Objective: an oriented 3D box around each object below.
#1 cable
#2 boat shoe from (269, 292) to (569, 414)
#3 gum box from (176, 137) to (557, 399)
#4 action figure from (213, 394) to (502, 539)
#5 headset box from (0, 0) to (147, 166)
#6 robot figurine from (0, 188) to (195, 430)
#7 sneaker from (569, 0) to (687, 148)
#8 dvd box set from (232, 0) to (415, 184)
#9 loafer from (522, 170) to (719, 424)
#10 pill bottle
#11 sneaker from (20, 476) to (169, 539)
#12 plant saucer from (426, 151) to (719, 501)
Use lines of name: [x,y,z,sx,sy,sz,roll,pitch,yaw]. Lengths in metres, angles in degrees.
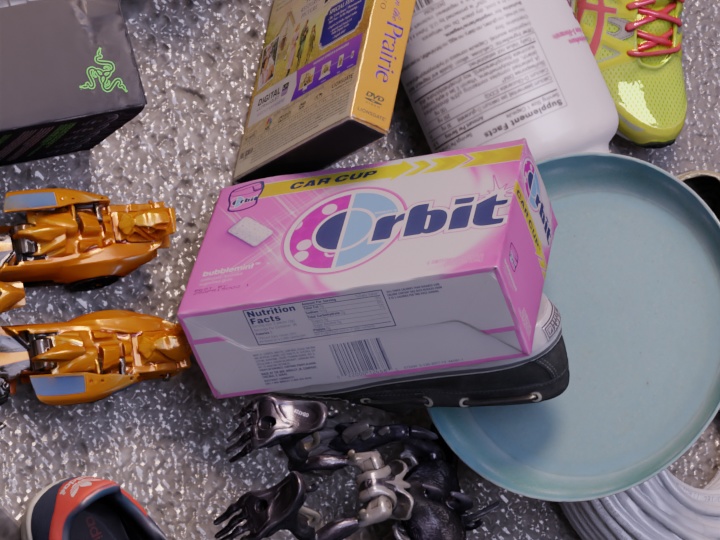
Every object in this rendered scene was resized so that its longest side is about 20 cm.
cable: [0.205,0.097,1.711,0.199,0.069,0.202,15,70,-21]
boat shoe: [0.023,0.054,1.583,0.057,0.199,0.069,67,31,-32]
gum box: [0.000,0.000,1.555,0.114,0.199,0.066,-75,150,-49]
action figure: [-0.003,0.133,1.583,0.200,0.102,0.120,26,54,-47]
headset box: [-0.230,-0.145,1.546,0.199,0.093,0.175,-11,82,-29]
robot figurine: [-0.194,0.016,1.538,0.199,0.058,0.146,-5,78,-28]
sneaker: [0.172,-0.177,1.756,0.078,0.090,0.202,-9,84,-31]
dvd box set: [-0.011,-0.154,1.627,0.029,0.146,0.201,22,67,-24]
loafer: [0.154,0.013,1.635,0.075,0.068,0.200,32,73,16]
pill bottle: [0.086,-0.111,1.682,0.113,0.113,0.201,-22,88,-29]
sneaker: [-0.112,0.200,1.514,0.075,0.084,0.201,-35,93,-29]
plant saucer: [0.126,0.033,1.589,0.027,0.199,0.202,28,57,-62]
